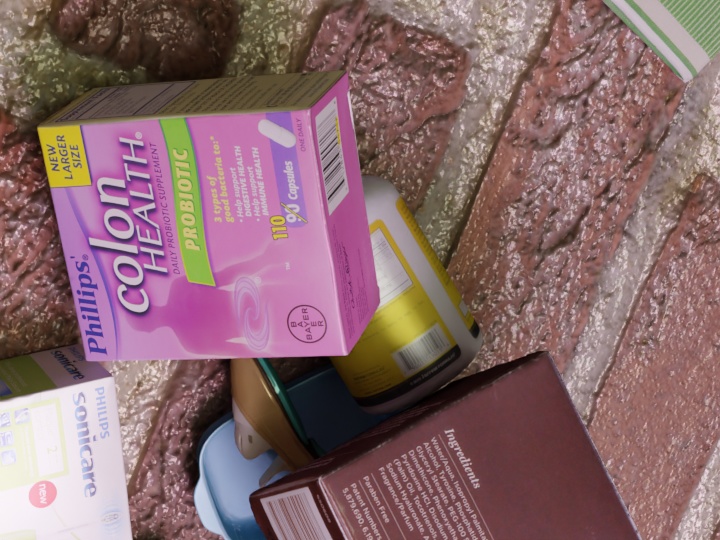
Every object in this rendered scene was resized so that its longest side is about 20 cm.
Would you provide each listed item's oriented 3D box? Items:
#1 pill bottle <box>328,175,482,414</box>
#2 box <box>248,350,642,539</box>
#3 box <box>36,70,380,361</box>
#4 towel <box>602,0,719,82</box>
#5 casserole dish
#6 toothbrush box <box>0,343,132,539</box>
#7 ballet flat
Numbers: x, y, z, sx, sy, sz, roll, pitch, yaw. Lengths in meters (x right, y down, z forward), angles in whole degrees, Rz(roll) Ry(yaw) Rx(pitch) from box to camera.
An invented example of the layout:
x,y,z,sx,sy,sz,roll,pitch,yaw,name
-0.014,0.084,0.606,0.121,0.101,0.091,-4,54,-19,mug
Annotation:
x,y,z,sx,sy,sz,roll,pitch,yaw,name
0.000,0.000,1.250,0.112,0.112,0.201,-34,100,-15,pill bottle
0.058,0.182,1.172,0.199,0.166,0.165,-26,88,-23,box
-0.102,-0.037,1.148,0.199,0.097,0.177,-1,111,17,box
0.292,-0.277,1.386,0.152,0.023,0.201,38,84,-31,towel
-0.049,0.143,1.321,0.199,0.039,0.122,-26,114,-19,casserole dish
-0.275,0.151,1.180,0.199,0.086,0.147,-12,110,-26,toothbrush box
-0.059,0.140,1.258,0.063,0.069,0.201,-33,116,0,ballet flat
